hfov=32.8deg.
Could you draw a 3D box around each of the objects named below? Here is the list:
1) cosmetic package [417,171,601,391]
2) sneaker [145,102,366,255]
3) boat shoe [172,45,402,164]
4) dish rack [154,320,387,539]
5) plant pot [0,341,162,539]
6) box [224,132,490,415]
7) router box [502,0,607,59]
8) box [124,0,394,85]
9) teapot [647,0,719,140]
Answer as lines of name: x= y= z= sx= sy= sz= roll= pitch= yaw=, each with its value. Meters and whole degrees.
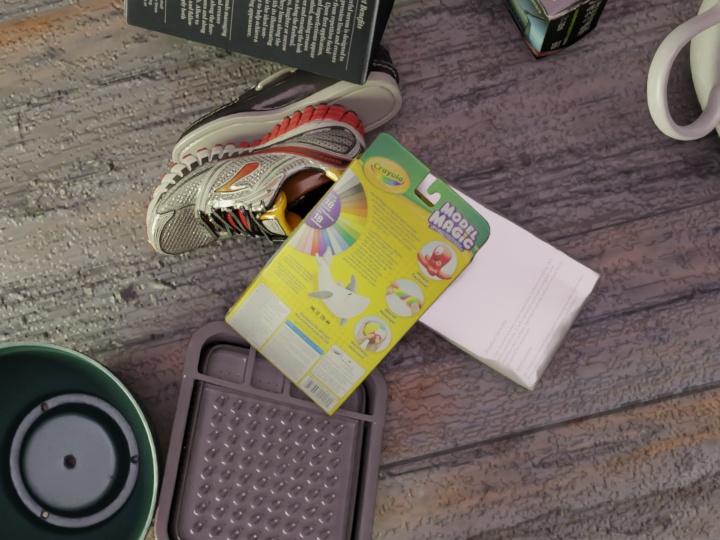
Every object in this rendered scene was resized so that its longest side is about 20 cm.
cosmetic package: x=0.080 y=0.000 z=0.993 sx=0.199 sy=0.081 sz=0.113 roll=33 pitch=89 yaw=5
sneaker: x=-0.086 y=-0.060 z=0.980 sx=0.199 sy=0.078 sz=0.083 roll=-25 pitch=51 yaw=17
boat shoe: x=-0.063 y=-0.133 z=1.014 sx=0.199 sy=0.074 sz=0.061 roll=-21 pitch=50 yaw=14
dish rack: x=-0.071 y=0.151 z=0.964 sx=0.170 sy=0.044 sz=0.201 roll=16 pitch=60 yaw=-16
plant pot: x=-0.244 y=0.157 z=0.970 sx=0.199 sy=0.134 sz=0.202 roll=0 pitch=86 yaw=3
box: x=0.000 y=0.000 z=0.930 sx=0.117 sy=0.048 sz=0.200 roll=42 pitch=114 yaw=0
router box: x=0.123 y=-0.278 z=0.970 sx=0.062 sy=0.150 sz=0.201 roll=-29 pitch=86 yaw=2
box: x=-0.068 y=-0.252 z=0.966 sx=0.198 sy=0.107 sz=0.149 roll=15 pitch=45 yaw=2
teapot: x=0.332 y=-0.136 z=0.942 sx=0.199 sy=0.197 sz=0.147 roll=23 pitch=100 yaw=15
